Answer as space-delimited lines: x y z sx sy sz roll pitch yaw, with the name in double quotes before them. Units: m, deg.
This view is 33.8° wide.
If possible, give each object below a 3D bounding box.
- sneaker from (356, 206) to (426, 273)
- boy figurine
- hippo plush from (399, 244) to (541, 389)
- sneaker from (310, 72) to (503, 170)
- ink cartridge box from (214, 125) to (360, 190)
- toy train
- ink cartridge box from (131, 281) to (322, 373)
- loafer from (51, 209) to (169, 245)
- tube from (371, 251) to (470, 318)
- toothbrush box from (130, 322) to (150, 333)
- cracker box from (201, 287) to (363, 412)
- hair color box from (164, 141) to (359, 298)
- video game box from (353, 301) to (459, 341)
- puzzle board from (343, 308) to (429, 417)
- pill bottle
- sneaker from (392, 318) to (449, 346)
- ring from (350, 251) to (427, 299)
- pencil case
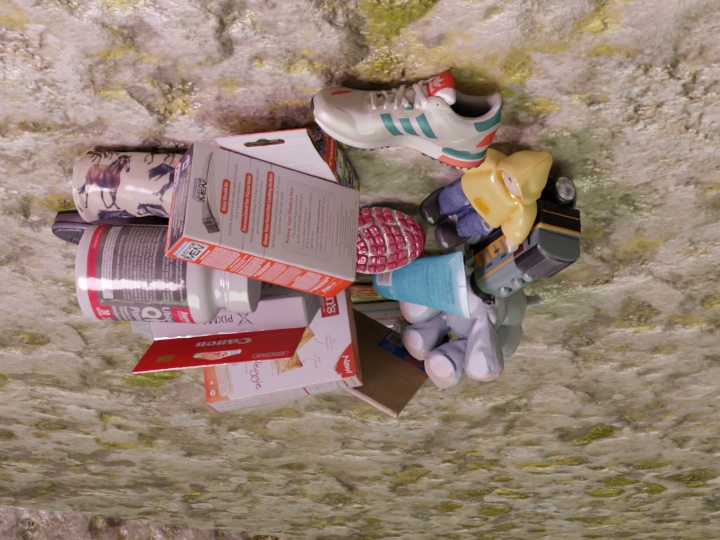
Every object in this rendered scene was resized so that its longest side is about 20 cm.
"sneaker" -0.012 -0.035 1.482 0.197 0.082 0.075 -7 -177 21
"boy figurine" 0.148 -0.078 1.311 0.064 0.126 0.199 -32 -175 -28
"hippo plush" 0.148 0.052 1.596 0.157 0.204 0.160 10 -172 25
"sneaker" 0.051 -0.167 1.190 0.196 0.071 0.094 12 137 -15
"ink cartridge box" -0.077 -0.119 1.314 0.107 0.051 0.200 -4 154 15
"toy train" 0.186 -0.035 1.394 0.084 0.116 0.200 14 154 -23
"ink cartridge box" -0.157 0.059 1.403 0.196 0.045 0.176 -6 -163 11
"loafer" -0.280 -0.059 1.468 0.196 0.064 0.072 6 159 2
"tube" 0.078 0.013 1.463 0.050 0.079 0.199 -16 -171 -24
"toothbrush box" -0.241 0.015 1.591 0.144 0.087 0.201 3 158 -4
"cracker box" -0.103 0.094 1.514 0.196 0.136 0.058 -11 160 6
"hair color box" -0.102 -0.051 1.269 0.197 0.113 0.064 16 153 -25
"video game box" 0.089 0.101 1.801 0.179 0.048 0.200 -7 154 16
"puzzle board" -0.005 0.111 1.585 0.198 0.151 0.018 28 125 15
"pill bottle" -0.216 0.004 1.358 0.196 0.113 0.111 1 157 7
"sneaker" 0.084 0.136 1.738 0.098 0.071 0.201 4 156 -8
"ring" 0.000 0.000 1.615 0.197 0.020 0.201 2 155 1
"pencil case" -0.223 -0.093 1.352 0.196 0.079 0.090 2 155 2
